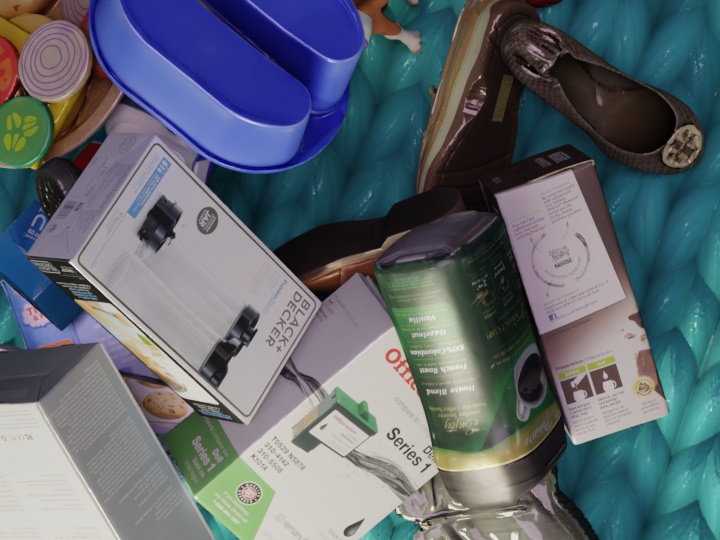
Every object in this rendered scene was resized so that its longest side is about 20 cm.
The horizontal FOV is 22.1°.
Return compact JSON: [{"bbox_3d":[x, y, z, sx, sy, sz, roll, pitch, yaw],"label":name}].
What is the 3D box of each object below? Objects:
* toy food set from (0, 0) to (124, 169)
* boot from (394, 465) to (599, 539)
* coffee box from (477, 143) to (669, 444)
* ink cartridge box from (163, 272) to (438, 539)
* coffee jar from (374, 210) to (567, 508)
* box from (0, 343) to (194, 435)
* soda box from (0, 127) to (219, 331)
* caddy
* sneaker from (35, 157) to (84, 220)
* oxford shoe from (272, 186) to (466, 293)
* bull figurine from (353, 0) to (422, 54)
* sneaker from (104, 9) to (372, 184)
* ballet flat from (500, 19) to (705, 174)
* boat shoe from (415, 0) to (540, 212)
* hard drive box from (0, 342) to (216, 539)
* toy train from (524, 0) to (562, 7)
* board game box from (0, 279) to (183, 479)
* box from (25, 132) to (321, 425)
[{"bbox_3d":[-0.244,-0.173,1.359,0.198,0.049,0.200,31,93,26],"label":"toy food set"},{"bbox_3d":[0.116,0.221,1.444,0.130,0.068,0.200,-31,81,9],"label":"boot"},{"bbox_3d":[0.160,0.015,1.393,0.080,0.113,0.201,-19,101,1],"label":"coffee box"},{"bbox_3d":[-0.023,0.122,1.404,0.200,0.084,0.146,-41,127,3],"label":"ink cartridge box"},{"bbox_3d":[0.082,0.066,1.326,0.085,0.104,0.201,-9,106,31],"label":"coffee jar"},{"bbox_3d":[-0.220,0.091,1.435,0.199,0.039,0.042,13,91,4],"label":"box"},{"bbox_3d":[-0.194,-0.054,1.432,0.064,0.068,0.200,38,79,23],"label":"soda box"},{"bbox_3d":[-0.093,-0.160,1.280,0.200,0.105,0.141,39,67,-3],"label":"caddy"},{"bbox_3d":[-0.159,-0.024,1.380,0.104,0.060,0.200,-41,125,-23],"label":"sneaker"},{"bbox_3d":[0.000,0.000,1.434,0.199,0.071,0.071,-15,122,26],"label":"oxford shoe"},{"bbox_3d":[0.008,-0.225,1.421,0.121,0.200,0.065,5,53,-31],"label":"bull figurine"},{"bbox_3d":[-0.092,-0.123,1.367,0.199,0.081,0.147,1,81,7],"label":"sneaker"},{"bbox_3d":[0.191,-0.129,1.409,0.200,0.046,0.067,31,94,-26],"label":"ballet flat"},{"bbox_3d":[0.082,-0.124,1.447,0.071,0.076,0.201,9,108,-36],"label":"boat shoe"},{"bbox_3d":[-0.216,0.159,1.367,0.156,0.077,0.200,-6,119,41],"label":"hard drive box"},{"bbox_3d":[0.209,-0.264,1.413,0.199,0.116,0.085,-10,89,3],"label":"toy train"},{"bbox_3d":[-0.181,0.075,1.471,0.151,0.037,0.201,-21,88,3],"label":"board game box"},{"bbox_3d":[-0.129,0.007,1.325,0.200,0.060,0.117,48,63,-34],"label":"box"}]
